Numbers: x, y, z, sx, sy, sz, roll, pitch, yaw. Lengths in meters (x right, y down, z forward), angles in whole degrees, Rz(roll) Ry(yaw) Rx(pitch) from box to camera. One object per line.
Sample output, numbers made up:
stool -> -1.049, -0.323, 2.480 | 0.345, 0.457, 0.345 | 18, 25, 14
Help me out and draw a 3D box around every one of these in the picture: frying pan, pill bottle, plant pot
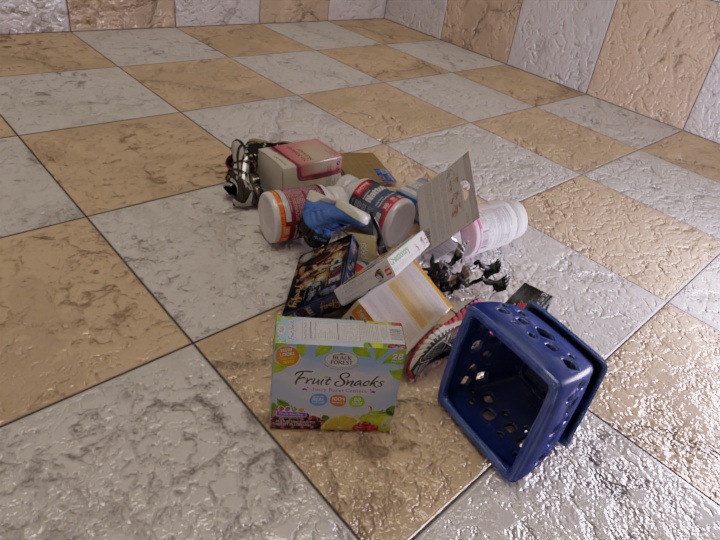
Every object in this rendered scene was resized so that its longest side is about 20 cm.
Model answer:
frying pan -> 0.057, -0.028, 1.185 | 0.030, 0.191, 0.117 | -28, 61, 3
pill bottle -> -0.130, -0.137, 1.330 | 0.194, 0.117, 0.114 | -13, 39, -29
pill bottle -> 0.314, -0.110, 1.406 | 0.195, 0.117, 0.113 | -15, 40, -33
plant pot -> 0.263, 0.175, 0.910 | 0.175, 0.206, 0.200 | -7, 35, -33
pill bottle -> 0.026, -0.154, 1.391 | 0.197, 0.123, 0.118 | 32, 39, 30

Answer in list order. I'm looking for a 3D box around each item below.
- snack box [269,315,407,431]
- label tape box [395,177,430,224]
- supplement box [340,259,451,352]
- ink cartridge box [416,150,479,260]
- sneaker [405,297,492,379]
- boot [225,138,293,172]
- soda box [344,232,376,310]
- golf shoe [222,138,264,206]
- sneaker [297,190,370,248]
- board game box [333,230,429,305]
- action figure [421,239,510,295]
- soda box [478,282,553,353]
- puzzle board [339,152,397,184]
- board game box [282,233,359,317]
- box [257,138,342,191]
snack box -> -0.039, 0.160, 0.870 | 0.192, 0.173, 0.068 | 4, 32, -10
label tape box -> 0.199, -0.191, 1.539 | 0.141, 0.068, 0.198 | 29, 40, 27
supplement box -> 0.069, 0.080, 1.060 | 0.127, 0.074, 0.199 | 51, 43, 5
ink cartridge box -> 0.210, -0.149, 1.335 | 0.044, 0.174, 0.206 | 26, 47, -34
sneaker -> 0.163, 0.131, 1.022 | 0.197, 0.081, 0.075 | -34, 76, -16
boot -> -0.265, -0.310, 1.584 | 0.194, 0.075, 0.151 | 15, 33, 15
soda box -> 0.000, 0.000, 1.210 | 0.065, 0.066, 0.203 | 7, 35, -4
golf shoe -> -0.312, -0.248, 1.446 | 0.092, 0.079, 0.204 | -18, 61, -13
sneaker -> -0.063, -0.092, 1.199 | 0.076, 0.115, 0.197 | 20, 4, -46
board game box -> 0.044, -0.008, 1.051 | 0.035, 0.124, 0.199 | 58, 29, -3
action figure -> 0.220, -0.004, 1.241 | 0.192, 0.104, 0.121 | 3, 45, -12
soda box -> 0.312, 0.102, 1.142 | 0.070, 0.065, 0.198 | 27, 37, 27
puzzle board -> 0.006, -0.300, 1.695 | 0.146, 0.018, 0.202 | -4, 37, -22
board game box -> -0.074, 0.016, 1.129 | 0.132, 0.035, 0.203 | -21, 30, 18
box -> -0.161, -0.263, 1.510 | 0.196, 0.112, 0.127 | -20, 44, -38
